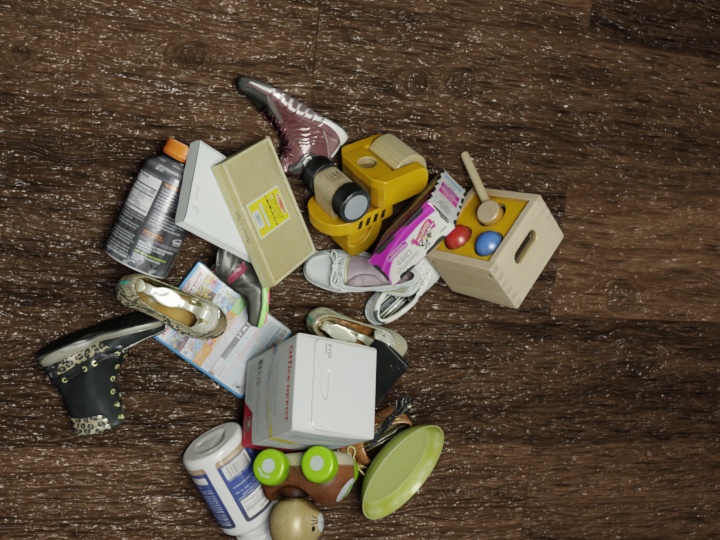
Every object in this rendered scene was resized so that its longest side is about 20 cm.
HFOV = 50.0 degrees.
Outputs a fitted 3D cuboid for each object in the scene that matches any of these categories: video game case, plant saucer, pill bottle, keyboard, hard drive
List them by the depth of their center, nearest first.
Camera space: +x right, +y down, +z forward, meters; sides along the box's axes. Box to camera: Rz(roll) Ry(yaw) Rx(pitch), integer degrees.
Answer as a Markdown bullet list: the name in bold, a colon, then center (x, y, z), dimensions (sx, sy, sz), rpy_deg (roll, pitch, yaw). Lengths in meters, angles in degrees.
- **pill bottle**: center (-0.304, -0.099, 1.184), dimensions (0.105, 0.106, 0.202), rpy_deg (26, 92, -18)
- **hard drive**: center (-0.190, -0.094, 1.184), dimensions (0.199, 0.026, 0.134), rpy_deg (31, 58, -47)
- **video game case**: center (-0.233, 0.100, 1.286), dimensions (0.199, 0.018, 0.144), rpy_deg (39, 89, -19)
- **pill bottle**: center (-0.205, 0.366, 1.292), dimensions (0.110, 0.111, 0.202), rpy_deg (-28, 106, -9)
- **keyboard**: center (0.013, 0.226, 1.308), dimensions (0.127, 0.021, 0.201), rpy_deg (45, 105, 18)
- **plant saucer**: center (0.068, 0.348, 1.363), dimensions (0.199, 0.031, 0.202), rpy_deg (-30, 138, -30)

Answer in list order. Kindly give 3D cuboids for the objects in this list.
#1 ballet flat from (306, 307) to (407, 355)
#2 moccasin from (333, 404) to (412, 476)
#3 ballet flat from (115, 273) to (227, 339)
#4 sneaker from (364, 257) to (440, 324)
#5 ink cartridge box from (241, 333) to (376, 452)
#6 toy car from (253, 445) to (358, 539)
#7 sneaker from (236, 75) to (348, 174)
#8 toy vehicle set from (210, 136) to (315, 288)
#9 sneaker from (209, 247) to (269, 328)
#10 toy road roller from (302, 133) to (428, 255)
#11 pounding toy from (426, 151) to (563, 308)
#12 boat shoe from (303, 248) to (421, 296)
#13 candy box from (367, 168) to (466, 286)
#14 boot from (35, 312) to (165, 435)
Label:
- **ballet flat**: center (-0.003, 0.120, 1.331), dimensions (0.198, 0.062, 0.068), rpy_deg (19, 94, -18)
- **moccasin**: center (0.002, 0.315, 1.359), dimensions (0.199, 0.078, 0.074), rpy_deg (-25, 108, -10)
- **ballet flat**: center (-0.277, 0.058, 1.190), dimensions (0.199, 0.075, 0.069), rpy_deg (28, 67, -34)
- **sneaker**: center (0.093, 0.022, 1.336), dimensions (0.073, 0.071, 0.200), rpy_deg (45, 84, -18)
- **ink cartridge box**: center (-0.083, 0.201, 1.219), dimensions (0.143, 0.199, 0.147), rpy_deg (13, 67, -27)
- **toy car**: center (-0.084, 0.392, 1.228), dimensions (0.155, 0.164, 0.203), rpy_deg (-6, 71, 12)
- **sneaker**: center (-0.124, -0.218, 1.232), dimensions (0.198, 0.076, 0.117), rpy_deg (27, 95, -19)
- **toy vehicle set**: center (-0.146, -0.091, 1.199), dimensions (0.124, 0.026, 0.202), rpy_deg (-41, 115, -51)
- **sneaker**: center (-0.199, -0.001, 1.253), dimensions (0.083, 0.077, 0.203), rpy_deg (-18, 93, -6)
- **toy road roller**: center (0.006, -0.119, 1.262), dimensions (0.198, 0.123, 0.147), rpy_deg (-27, 138, -24)
- **pounding toy**: center (0.215, -0.074, 1.295), dimensions (0.201, 0.183, 0.142), rpy_deg (-53, 126, -17)
- **boat shoe**: center (0.000, 0.002, 1.280), dimensions (0.199, 0.065, 0.076), rpy_deg (10, 80, 10)
- **candy box**: center (0.094, -0.072, 1.218), dimensions (0.061, 0.200, 0.136), rpy_deg (43, 114, -6)
- **boot**: center (-0.389, 0.161, 1.227), dimensions (0.201, 0.073, 0.156), rpy_deg (-18, 107, -8)
